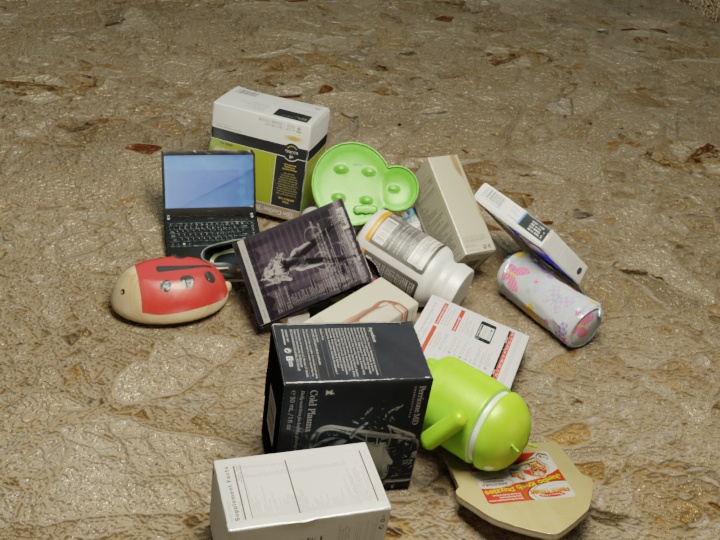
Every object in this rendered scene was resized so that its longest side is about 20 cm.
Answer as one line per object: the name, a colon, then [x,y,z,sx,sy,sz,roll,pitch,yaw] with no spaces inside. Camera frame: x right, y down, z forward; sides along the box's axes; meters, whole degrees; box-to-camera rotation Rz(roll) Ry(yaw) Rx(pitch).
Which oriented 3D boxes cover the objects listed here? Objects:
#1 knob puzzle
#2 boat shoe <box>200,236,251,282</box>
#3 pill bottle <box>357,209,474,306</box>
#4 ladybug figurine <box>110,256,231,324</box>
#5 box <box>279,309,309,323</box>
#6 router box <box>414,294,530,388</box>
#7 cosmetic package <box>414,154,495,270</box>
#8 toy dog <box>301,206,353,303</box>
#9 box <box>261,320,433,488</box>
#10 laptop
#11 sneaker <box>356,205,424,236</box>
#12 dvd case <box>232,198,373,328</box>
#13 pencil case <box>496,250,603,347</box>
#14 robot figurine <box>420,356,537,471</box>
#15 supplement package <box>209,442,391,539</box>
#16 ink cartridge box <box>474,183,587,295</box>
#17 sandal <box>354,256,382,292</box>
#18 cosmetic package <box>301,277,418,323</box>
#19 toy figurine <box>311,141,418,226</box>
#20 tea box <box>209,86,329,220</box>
knob puzzle: [0.220,0.302,1.239,0.214,0.031,0.220,2,22,-1]
boat shoe: [-0.179,-0.021,1.546,0.196,0.062,0.074,-5,60,26]
pill bottle: [0.091,-0.009,1.602,0.198,0.118,0.116,32,39,16]
ladybug figurine: [-0.307,0.026,1.504,0.196,0.073,0.136,-7,36,-22]
box: [-0.136,0.034,1.562,0.041,0.039,0.201,-6,37,-21]
router box: [0.158,0.139,1.453,0.177,0.050,0.200,23,36,11]
cosmetic package: [0.164,-0.099,1.695,0.070,0.105,0.203,-9,69,-27]
toy dog: [-0.083,-0.012,1.598,0.095,0.133,0.201,-32,25,14]
box: [-0.024,0.181,1.224,0.192,0.203,0.125,-2,36,-15]
laptop: [-0.265,-0.112,1.659,0.173,0.104,0.202,-3,46,-15]
sneaker: [0.092,-0.063,1.742,0.197,0.076,0.087,-23,50,-27]
dvd case: [-0.094,-0.013,1.491,0.197,0.016,0.151,-22,71,0]
pencil case: [0.328,0.048,1.609,0.090,0.084,0.200,-36,49,-12]
robot figurine: [0.149,0.197,1.276,0.198,0.118,0.174,28,12,30]
supplement package: [-0.077,0.297,1.122,0.196,0.111,0.114,-3,35,-18]
ink cartridge box: [0.318,-0.056,1.678,0.199,0.044,0.198,40,3,-44]
sandal: [0.000,0.000,1.544,0.201,0.045,0.075,49,19,-14]
cosmetic package: [-0.008,0.105,1.431,0.087,0.105,0.199,32,41,27]
toy figurine: [0.005,-0.148,1.754,0.195,0.154,0.184,4,-4,-3]
tea box: [-0.179,-0.225,1.783,0.196,0.200,0.134,15,26,9]
